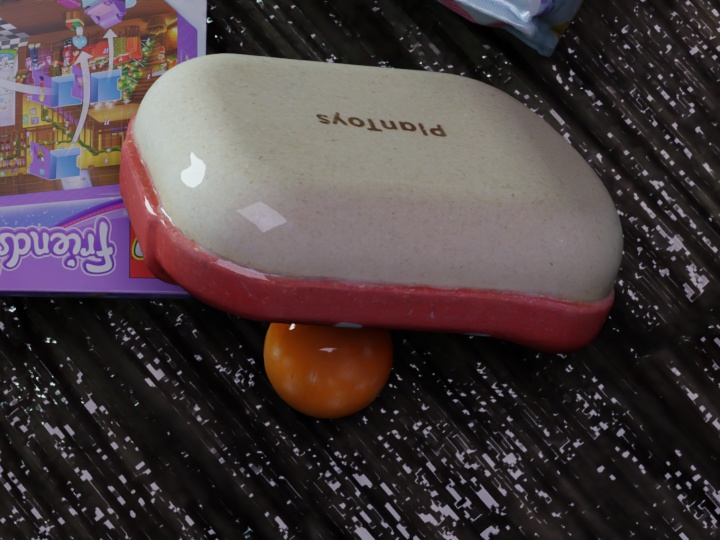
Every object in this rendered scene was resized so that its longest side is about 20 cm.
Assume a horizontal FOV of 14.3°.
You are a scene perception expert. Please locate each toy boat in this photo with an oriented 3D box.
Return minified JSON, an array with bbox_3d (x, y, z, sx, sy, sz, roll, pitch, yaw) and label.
[{"bbox_3d":[0.000,0.000,1.111,0.200,0.131,0.131,4,34,-21],"label":"toy boat"}]

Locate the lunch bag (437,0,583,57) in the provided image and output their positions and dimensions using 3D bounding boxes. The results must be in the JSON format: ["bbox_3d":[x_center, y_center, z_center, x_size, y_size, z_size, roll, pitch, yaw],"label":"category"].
[{"bbox_3d":[0.023,-0.203,1.150,0.200,0.127,0.170,30,94,9],"label":"lunch bag"}]

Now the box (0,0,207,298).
[{"bbox_3d":[-0.160,-0.059,1.122,0.200,0.039,0.137,2,86,-17],"label":"box"}]
